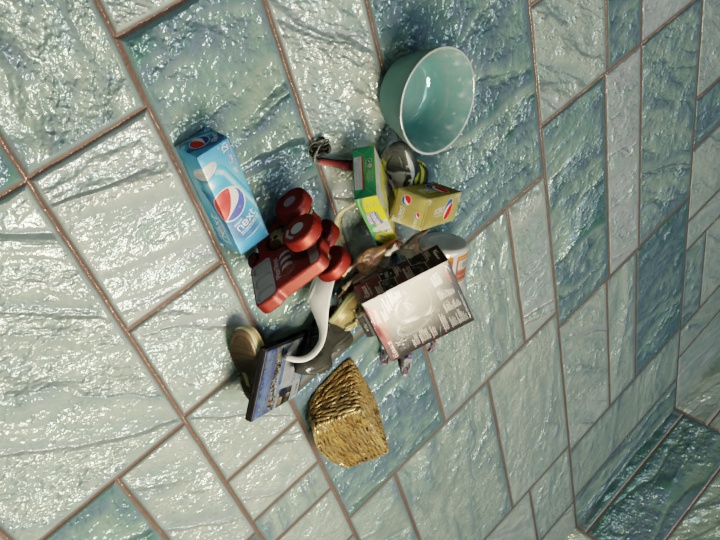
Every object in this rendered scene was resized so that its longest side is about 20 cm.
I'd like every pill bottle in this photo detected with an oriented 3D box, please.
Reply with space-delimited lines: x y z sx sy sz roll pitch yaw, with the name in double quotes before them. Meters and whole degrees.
"pill bottle" 0.174 0.024 1.654 0.112 0.112 0.200 -17 124 -38

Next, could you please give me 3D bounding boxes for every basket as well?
"basket" -0.039 0.324 1.646 0.143 0.149 0.200 -21 135 6

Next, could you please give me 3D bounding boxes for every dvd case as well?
"dvd case" -0.155 0.197 1.421 0.200 0.018 0.143 -14 118 -69

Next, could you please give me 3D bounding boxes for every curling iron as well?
"curling iron" -0.022 -0.206 1.388 0.200 0.026 0.050 11 106 -48

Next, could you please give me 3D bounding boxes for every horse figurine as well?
"horse figurine" 0.000 0.000 1.451 0.133 0.050 0.200 -40 175 -23

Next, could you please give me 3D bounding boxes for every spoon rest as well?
"spoon rest" -0.081 0.084 1.394 0.061 0.099 0.200 23 82 -9

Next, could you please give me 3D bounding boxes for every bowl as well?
"bowl" 0.112 -0.329 1.394 0.201 0.105 0.201 -24 128 -35

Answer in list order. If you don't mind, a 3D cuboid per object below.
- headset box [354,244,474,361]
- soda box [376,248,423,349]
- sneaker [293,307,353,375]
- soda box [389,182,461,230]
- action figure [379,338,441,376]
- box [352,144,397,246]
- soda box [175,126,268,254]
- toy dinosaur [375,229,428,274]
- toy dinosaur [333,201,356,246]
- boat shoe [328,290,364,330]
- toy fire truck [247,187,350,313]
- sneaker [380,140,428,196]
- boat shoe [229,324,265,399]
"headset box" 0.093 0.067 1.400 0.200 0.077 0.149 -27 117 2
"soda box" 0.083 0.059 1.473 0.068 0.064 0.200 5 113 -15
"sneaker" -0.080 0.139 1.472 0.200 0.076 0.091 -49 135 -59
"soda box" 0.130 -0.127 1.436 0.200 0.068 0.064 -23 131 -63
"action figure" 0.105 0.152 1.607 0.200 0.130 0.069 115 -13 -53
"box" 0.032 -0.132 1.403 0.200 0.048 0.117 57 27 -58
"soda box" -0.221 -0.126 1.200 0.064 0.068 0.200 -40 135 -23
"toy dinosaur" 0.089 -0.010 1.554 0.135 0.086 0.200 14 112 -49
"toy dinosaur" -0.059 -0.052 1.403 0.088 0.047 0.200 -30 154 -31
"boat shoe" -0.004 0.086 1.468 0.073 0.063 0.201 -51 168 9
"toy fire truck" -0.123 -0.034 1.271 0.168 0.200 0.112 -35 128 10
"sneaker" 0.091 -0.199 1.475 0.085 0.074 0.200 -60 158 -23
"boat shoe" -0.195 0.167 1.405 0.076 0.072 0.200 -44 148 -36
